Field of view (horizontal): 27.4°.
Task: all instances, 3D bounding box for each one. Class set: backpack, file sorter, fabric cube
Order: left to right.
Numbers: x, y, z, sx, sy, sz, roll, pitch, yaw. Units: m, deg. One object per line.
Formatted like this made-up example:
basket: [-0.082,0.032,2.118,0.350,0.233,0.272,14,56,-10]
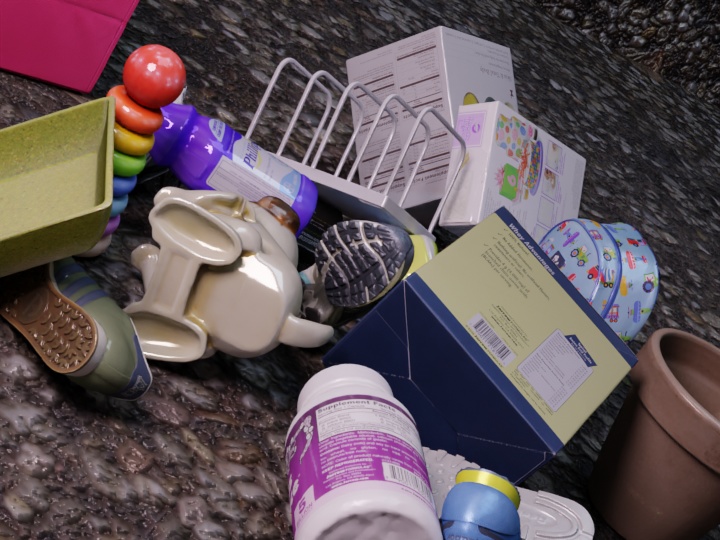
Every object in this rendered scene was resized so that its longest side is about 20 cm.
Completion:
fabric cube: [-0.359,-0.335,1.558,0.199,0.200,0.196,12,32,-39]
file sorter: [-0.005,-0.130,1.586,0.199,0.125,0.139,22,-6,29]
backpack: [0.226,0.033,1.615,0.134,0.200,0.183,23,26,-26]

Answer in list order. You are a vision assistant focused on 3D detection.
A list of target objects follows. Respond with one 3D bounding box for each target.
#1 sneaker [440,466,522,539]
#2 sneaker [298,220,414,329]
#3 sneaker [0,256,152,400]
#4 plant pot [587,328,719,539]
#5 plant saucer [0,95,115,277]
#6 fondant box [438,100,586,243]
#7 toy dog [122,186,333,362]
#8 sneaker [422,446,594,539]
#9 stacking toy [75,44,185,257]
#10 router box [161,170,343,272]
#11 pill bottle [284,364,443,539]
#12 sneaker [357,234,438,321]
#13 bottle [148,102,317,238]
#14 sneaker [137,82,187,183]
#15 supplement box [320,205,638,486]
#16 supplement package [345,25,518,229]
sneaker: [0.097,0.233,1.147,0.066,0.200,0.079,8,56,21]
sneaker: [0.000,0.000,1.363,0.086,0.200,0.078,-16,80,-35]
sneaker: [-0.229,0.037,1.172,0.090,0.067,0.200,40,4,-44]
plant pot: [0.321,0.187,1.469,0.200,0.175,0.200,29,22,-13]
plant saucer: [-0.282,-0.050,1.168,0.200,0.199,0.048,-104,177,-59]
fondant box: [0.179,-0.091,1.699,0.058,0.145,0.200,0,-16,38]
toy dog: [-0.108,-0.007,1.302,0.193,0.140,0.200,12,15,0]
sneaker: [0.097,0.217,1.246,0.199,0.081,0.076,22,44,20]
stacking toy: [-0.218,-0.112,1.294,0.085,0.200,0.085,28,22,-13]
router box: [-0.108,-0.056,1.528,0.199,0.051,0.149,28,21,-17]
pill bottle: [-0.003,0.162,1.155,0.112,0.112,0.200,26,23,-20]
sneaker: [0.033,0.053,1.504,0.105,0.076,0.201,-7,48,7]
bottle: [-0.136,-0.103,1.409,0.200,0.065,0.084,33,21,-15]
sneaker: [-0.227,-0.115,1.462,0.066,0.091,0.200,13,40,20]
supplement box: [0.112,0.082,1.347,0.200,0.134,0.200,49,38,5]
supplement package: [0.094,-0.167,1.786,0.151,0.150,0.201,6,74,-50]
